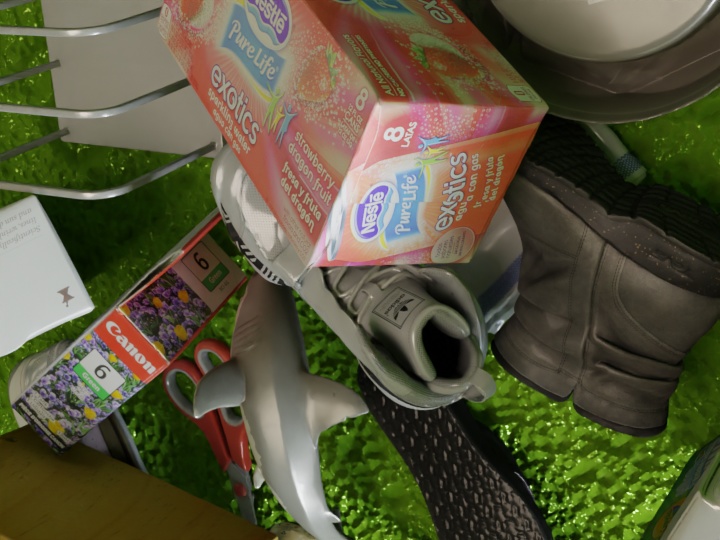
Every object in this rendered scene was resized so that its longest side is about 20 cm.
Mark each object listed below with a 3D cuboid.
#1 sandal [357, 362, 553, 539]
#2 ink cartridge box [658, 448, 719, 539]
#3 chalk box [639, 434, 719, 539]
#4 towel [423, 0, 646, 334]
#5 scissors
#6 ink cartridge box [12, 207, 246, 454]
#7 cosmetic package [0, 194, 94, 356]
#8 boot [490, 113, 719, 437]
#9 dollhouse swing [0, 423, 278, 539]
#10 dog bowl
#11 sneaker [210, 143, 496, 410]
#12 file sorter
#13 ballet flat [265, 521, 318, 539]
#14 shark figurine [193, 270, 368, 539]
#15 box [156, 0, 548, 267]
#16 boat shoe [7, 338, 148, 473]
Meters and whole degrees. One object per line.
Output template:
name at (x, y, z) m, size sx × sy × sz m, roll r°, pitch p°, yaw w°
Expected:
sandal at (0.071, 0.125, 0.778) m, size 0.075 × 0.048 × 0.202 m, roll -36°, pitch 77°, yaw 38°
ink cartridge box at (0.178, 0.188, 0.557) m, size 0.147 × 0.086 × 0.201 m, roll 33°, pitch 123°, yaw 15°
chalk box at (0.228, 0.138, 0.634) m, size 0.124 × 0.124 × 0.200 m, roll 47°, pitch 125°, yaw 5°
towel at (0.050, -0.076, 0.715) m, size 0.200 × 0.024 × 0.147 m, roll 47°, pitch 125°, yaw 6°
scissors at (-0.083, 0.144, 0.892) m, size 0.073 × 0.014 × 0.202 m, roll -18°, pitch 99°, yaw 34°
ink cartridge box at (-0.130, 0.030, 0.802) m, size 0.050 × 0.109 × 0.200 m, roll 47°, pitch 126°, yaw -7°
cosmetic package at (-0.243, 0.008, 0.811) m, size 0.082 × 0.112 × 0.200 m, roll 65°, pitch 165°, yaw -8°
boot at (0.094, -0.004, 0.663) m, size 0.200 × 0.070 × 0.132 m, roll 38°, pitch 128°, yaw 20°
dollhouse swing at (-0.179, 0.225, 0.816) m, size 0.199 × 0.182 × 0.177 m, roll 21°, pitch 105°, yaw 18°
dog bowl at (0.122, -0.176, 0.608) m, size 0.198 × 0.059 × 0.202 m, roll 13°, pitch 116°, yaw 27°
sneaker at (0.000, 0.000, 0.690) m, size 0.200 × 0.075 × 0.115 m, roll 48°, pitch 171°, yaw -9°
file sorter at (-0.174, -0.157, 0.754) m, size 0.138 × 0.124 × 0.202 m, roll 8°, pitch 113°, yaw 28°
ballet flat at (-0.069, 0.240, 0.881) m, size 0.066 × 0.057 × 0.201 m, roll 39°, pitch 135°, yaw 9°
shark figurine at (-0.025, 0.106, 0.778) m, size 0.089 × 0.128 × 0.216 m, roll -14°, pitch 103°, yaw 24°
box at (-0.013, -0.101, 0.622) m, size 0.201 × 0.102 × 0.095 m, roll 57°, pitch 135°, yaw 38°
boat shoe at (-0.190, 0.149, 0.924) m, size 0.064 × 0.074 × 0.203 m, roll -24°, pitch 90°, yaw 41°
